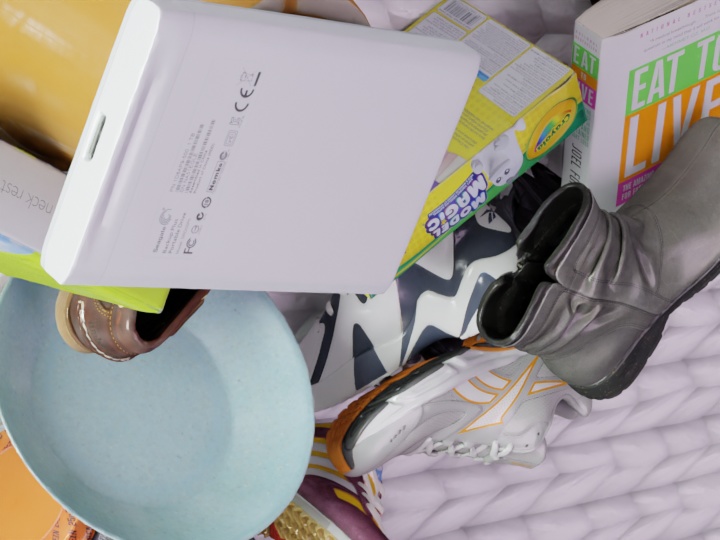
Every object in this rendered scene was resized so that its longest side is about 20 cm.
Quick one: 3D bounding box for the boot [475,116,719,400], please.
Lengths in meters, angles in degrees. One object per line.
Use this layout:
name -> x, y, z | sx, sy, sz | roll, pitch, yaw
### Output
boot -> 0.157, -0.022, 1.289 | 0.200, 0.068, 0.131 | -58, 141, -3

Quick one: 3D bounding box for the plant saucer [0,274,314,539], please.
plant saucer -> -0.120, 0.068, 1.211 | 0.201, 0.201, 0.039 | -13, 164, -38

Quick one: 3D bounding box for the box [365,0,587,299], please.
box -> 0.021, -0.067, 1.268 | 0.200, 0.117, 0.048 | -38, 139, -16

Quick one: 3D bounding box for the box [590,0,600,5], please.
box -> 0.181, -0.228, 1.336 | 0.100, 0.075, 0.200 | -43, 143, -11

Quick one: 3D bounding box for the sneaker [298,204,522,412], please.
sneaker -> 0.000, 0.000, 1.344 | 0.199, 0.130, 0.079 | -27, -176, 27

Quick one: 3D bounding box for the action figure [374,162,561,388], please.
action figure -> 0.075, 0.025, 1.438 | 0.130, 0.069, 0.200 | 7, 118, -55

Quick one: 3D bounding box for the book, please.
book -> 0.181, -0.095, 1.353 | 0.134, 0.048, 0.200 | -29, 140, -26

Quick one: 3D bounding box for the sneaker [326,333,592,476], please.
sneaker -> 0.071, 0.091, 1.333 | 0.200, 0.076, 0.092 | -27, 92, -32

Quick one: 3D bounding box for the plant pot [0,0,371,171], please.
plant pot -> -0.095, -0.116, 1.059 | 0.200, 0.183, 0.200 | -26, 135, -29

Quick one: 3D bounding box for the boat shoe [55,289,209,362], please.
boat shoe -> -0.084, -0.031, 1.187 | 0.070, 0.070, 0.200 | 45, 62, -28

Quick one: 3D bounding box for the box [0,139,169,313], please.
box -> -0.195, -0.038, 1.066 | 0.200, 0.122, 0.048 | 30, 77, -50

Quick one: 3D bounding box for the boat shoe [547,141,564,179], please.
boat shoe -> 0.177, -0.039, 1.482 | 0.072, 0.069, 0.200 | -30, 137, -24

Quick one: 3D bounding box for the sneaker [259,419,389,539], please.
sneaker -> -0.013, 0.138, 1.332 | 0.090, 0.200, 0.075 | -30, 126, -23

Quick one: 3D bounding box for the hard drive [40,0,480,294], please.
hard drive -> -0.041, -0.053, 0.993 | 0.200, 0.027, 0.132 | 2, 117, -45

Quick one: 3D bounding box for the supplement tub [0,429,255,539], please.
supplement tub -> -0.148, 0.171, 1.283 | 0.123, 0.123, 0.200 | -50, 142, -2
